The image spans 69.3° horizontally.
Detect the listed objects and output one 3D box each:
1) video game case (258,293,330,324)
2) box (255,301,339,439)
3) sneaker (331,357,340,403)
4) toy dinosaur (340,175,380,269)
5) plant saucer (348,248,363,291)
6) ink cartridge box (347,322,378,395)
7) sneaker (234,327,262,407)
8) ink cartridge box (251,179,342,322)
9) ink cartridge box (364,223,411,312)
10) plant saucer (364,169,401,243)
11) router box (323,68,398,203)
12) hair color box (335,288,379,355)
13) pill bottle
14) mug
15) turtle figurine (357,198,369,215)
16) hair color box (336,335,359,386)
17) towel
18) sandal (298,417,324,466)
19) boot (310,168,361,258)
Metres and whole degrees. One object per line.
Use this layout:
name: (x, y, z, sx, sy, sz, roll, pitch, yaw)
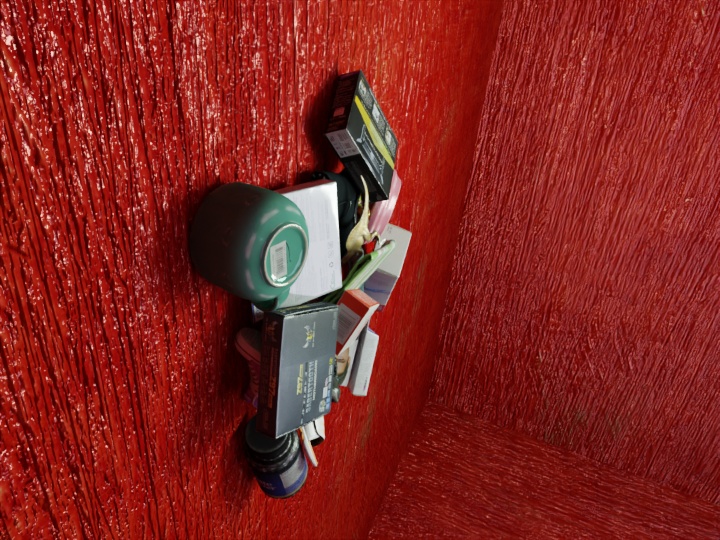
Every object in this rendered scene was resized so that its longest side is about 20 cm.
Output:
video game case: (-0.114, 0.053, 1.006, 0.201, 0.025, 0.184, 55, 49, -51)
box: (-0.104, 0.162, 0.888, 0.157, 0.050, 0.205, -4, 100, -58)
sneaker: (-0.082, 0.211, 1.076, 0.080, 0.075, 0.199, -63, -160, -5)
toy dinosaur: (0.001, -0.077, 1.034, 0.101, 0.057, 0.203, -1, 115, -66)
plant saucer: (-0.012, 0.009, 1.327, 0.019, 0.070, 0.203, -16, 134, -18)
ink cartridge box: (-0.010, 0.178, 1.300, 0.196, 0.042, 0.204, -147, -111, -70)
sneaker: (-0.180, 0.188, 0.928, 0.113, 0.073, 0.201, -36, 131, 4)
ink cartridge box: (-0.118, -0.038, 0.884, 0.198, 0.043, 0.201, -20, 117, -39)
ink cartridge box: (0.059, -0.004, 1.379, 0.201, 0.084, 0.150, 112, -3, -59)
plant saucer: (0.049, -0.155, 1.265, 0.200, 0.050, 0.204, -158, -91, -85)
router box: (0.008, -0.259, 1.024, 0.201, 0.051, 0.160, 52, 41, -48)
hair color box: (-0.023, 0.100, 1.063, 0.112, 0.063, 0.200, -56, 172, 2)
pill bottle: (-0.170, 0.366, 1.040, 0.202, 0.110, 0.113, 85, 27, -47)
mug: (-0.136, -0.030, 0.740, 0.154, 0.113, 0.185, -65, 148, -10)
turtle figurine: (0.003, -0.196, 1.183, 0.162, 0.063, 0.204, -55, 146, -65)
hair color box: (-0.060, 0.158, 1.211, 0.060, 0.097, 0.204, -155, -102, -67)
towel: (0.000, 0.000, 1.066, 0.150, 0.031, 0.200, -49, 174, 18)
sandal: (-0.108, 0.290, 1.069, 0.079, 0.058, 0.210, 101, -29, -67)
boot: (-0.064, -0.104, 1.036, 0.168, 0.075, 0.204, -31, 138, -61)
